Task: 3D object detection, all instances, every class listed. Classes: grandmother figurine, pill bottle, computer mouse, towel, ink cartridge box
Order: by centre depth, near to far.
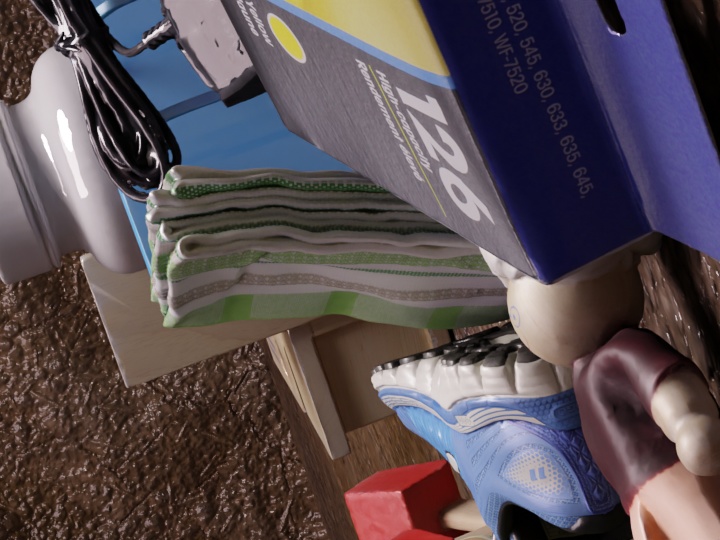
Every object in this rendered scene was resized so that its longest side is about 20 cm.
[{"bbox_3d":[0.005,-0.093,0.730,0.200,0.047,0.198,35,155,54],"label":"ink cartridge box"},{"bbox_3d":[0.090,0.061,0.784,0.121,0.060,0.200,102,145,-64],"label":"grandmother figurine"},{"bbox_3d":[0.000,0.000,0.942,0.200,0.149,0.031,114,157,-79],"label":"towel"},{"bbox_3d":[-0.049,-0.124,0.943,0.200,0.046,0.141,-35,81,46],"label":"computer mouse"},{"bbox_3d":[-0.085,-0.065,1.263,0.112,0.199,0.112,159,90,-85],"label":"pill bottle"}]

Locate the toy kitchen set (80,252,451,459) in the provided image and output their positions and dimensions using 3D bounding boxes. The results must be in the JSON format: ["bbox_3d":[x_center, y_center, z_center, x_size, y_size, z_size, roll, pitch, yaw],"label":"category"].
[{"bbox_3d":[-0.063,-0.014,1.433,0.180,0.163,0.201,-127,18,-71],"label":"toy kitchen set"}]

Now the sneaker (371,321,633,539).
[{"bbox_3d":[0.057,0.065,1.001,0.200,0.078,0.089,177,75,-84],"label":"sneaker"}]

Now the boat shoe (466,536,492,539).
[{"bbox_3d":[0.090,0.188,1.037,0.065,0.072,0.200,-23,-98,-51],"label":"boat shoe"}]

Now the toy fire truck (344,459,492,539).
[{"bbox_3d":[0.047,0.130,1.201,0.200,0.141,0.049,-8,105,44],"label":"toy fire truck"}]

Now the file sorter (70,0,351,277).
[{"bbox_3d":[-0.045,-0.109,1.065,0.123,0.138,0.201,124,126,-79],"label":"file sorter"}]
